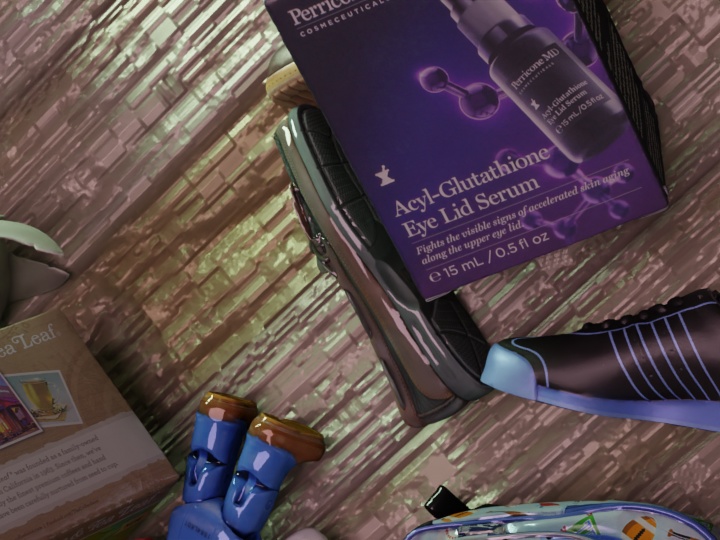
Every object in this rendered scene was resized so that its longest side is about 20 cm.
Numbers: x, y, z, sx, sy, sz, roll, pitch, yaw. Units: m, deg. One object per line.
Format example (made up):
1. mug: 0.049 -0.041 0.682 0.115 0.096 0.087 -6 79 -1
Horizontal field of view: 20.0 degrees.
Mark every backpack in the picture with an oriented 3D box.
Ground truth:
1. backpack: 0.122 0.205 1.094 0.190 0.154 0.200 -10 84 11

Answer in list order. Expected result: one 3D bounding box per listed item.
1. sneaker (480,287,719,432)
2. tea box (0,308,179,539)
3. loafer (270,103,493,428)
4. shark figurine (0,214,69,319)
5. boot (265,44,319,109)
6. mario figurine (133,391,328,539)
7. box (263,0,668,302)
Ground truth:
1. sneaker: 0.167 0.045 1.116 0.200 0.070 0.078 8 89 15
2. tea box: -0.250 0.149 1.179 0.134 0.200 0.197 52 130 13
3. loafer: 0.000 0.000 1.180 0.063 0.072 0.200 -38 80 26
4. shark figurine: -0.220 -0.001 1.249 0.089 0.215 0.128 6 58 -15
5. boot: 0.014 -0.199 1.186 0.200 0.072 0.167 -27 67 23
6. mario figurine: -0.088 0.177 1.223 0.106 0.123 0.200 22 91 -23
7. box: 0.058 -0.109 1.084 0.148 0.104 0.200 -23 117 16
